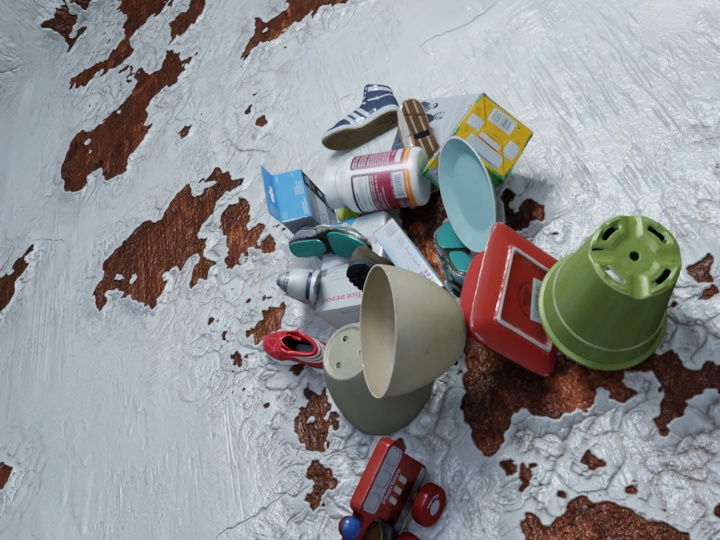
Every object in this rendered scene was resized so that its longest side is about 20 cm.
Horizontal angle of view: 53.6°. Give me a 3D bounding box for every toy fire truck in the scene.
[{"bbox_3d":[0.031,0.371,1.102,0.111,0.168,0.202,18,73,41],"label":"toy fire truck"}]

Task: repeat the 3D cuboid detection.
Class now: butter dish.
[{"bbox_3d":[0.230,0.056,1.176,0.147,0.198,0.203,-17,51,54],"label":"butter dish"}]

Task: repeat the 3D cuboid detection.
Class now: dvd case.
[{"bbox_3d":[0.166,-0.307,1.533,0.197,0.025,0.152,3,64,36],"label":"dvd case"}]

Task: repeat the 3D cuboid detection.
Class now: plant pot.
[{"bbox_3d":[0.086,0.093,1.106,0.132,0.202,0.203,0,51,-15],"label":"plant pot"},{"bbox_3d":[0.369,0.018,1.025,0.196,0.191,0.203,-2,65,4],"label":"plant pot"}]

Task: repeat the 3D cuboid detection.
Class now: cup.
[{"bbox_3d":[0.012,0.171,1.259,0.198,0.143,0.203,-17,54,25],"label":"cup"}]

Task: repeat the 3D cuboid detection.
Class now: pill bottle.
[{"bbox_3d":[0.033,-0.175,1.409,0.197,0.113,0.115,-4,59,22],"label":"pill bottle"}]

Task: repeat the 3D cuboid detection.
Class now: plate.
[{"bbox_3d":[0.188,-0.131,1.218,0.025,0.202,0.201,-17,45,-16],"label":"plate"}]

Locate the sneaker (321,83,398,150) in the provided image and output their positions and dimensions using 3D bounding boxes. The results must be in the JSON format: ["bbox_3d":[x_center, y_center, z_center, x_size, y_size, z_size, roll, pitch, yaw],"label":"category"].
[{"bbox_3d":[-0.003,-0.358,1.651,0.197,0.070,0.110,-20,57,15],"label":"sneaker"}]

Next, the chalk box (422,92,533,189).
[{"bbox_3d":[0.207,-0.206,1.333,0.125,0.124,0.200,-54,1,-24],"label":"chalk box"}]

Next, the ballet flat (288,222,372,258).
[{"bbox_3d":[-0.053,-0.065,1.394,0.198,0.072,0.073,0,62,35],"label":"ballet flat"}]

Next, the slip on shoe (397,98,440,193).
[{"bbox_3d":[0.120,-0.253,1.480,0.075,0.061,0.203,-18,83,-17],"label":"slip on shoe"}]

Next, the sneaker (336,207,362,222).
[{"bbox_3d":[0.035,-0.161,1.500,0.199,0.078,0.091,-39,54,11],"label":"sneaker"}]

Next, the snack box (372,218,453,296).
[{"bbox_3d":[0.111,0.014,1.288,0.053,0.142,0.201,-38,47,6],"label":"snack box"}]

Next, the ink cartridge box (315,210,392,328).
[{"bbox_3d":[0.000,0.000,1.415,0.143,0.084,0.203,-12,56,29],"label":"ink cartridge box"}]

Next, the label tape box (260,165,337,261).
[{"bbox_3d":[-0.121,-0.133,1.504,0.063,0.200,0.146,-28,50,16],"label":"label tape box"}]

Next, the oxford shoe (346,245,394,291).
[{"bbox_3d":[0.057,0.027,1.291,0.072,0.200,0.085,-28,30,27],"label":"oxford shoe"}]

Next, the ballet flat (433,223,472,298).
[{"bbox_3d":[0.171,-0.016,1.310,0.074,0.075,0.201,-31,26,15],"label":"ballet flat"}]

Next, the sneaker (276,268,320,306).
[{"bbox_3d":[-0.122,0.027,1.420,0.079,0.200,0.078,6,82,-2],"label":"sneaker"}]

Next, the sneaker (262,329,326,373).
[{"bbox_3d":[-0.140,0.139,1.404,0.198,0.115,0.079,5,65,37],"label":"sneaker"}]
